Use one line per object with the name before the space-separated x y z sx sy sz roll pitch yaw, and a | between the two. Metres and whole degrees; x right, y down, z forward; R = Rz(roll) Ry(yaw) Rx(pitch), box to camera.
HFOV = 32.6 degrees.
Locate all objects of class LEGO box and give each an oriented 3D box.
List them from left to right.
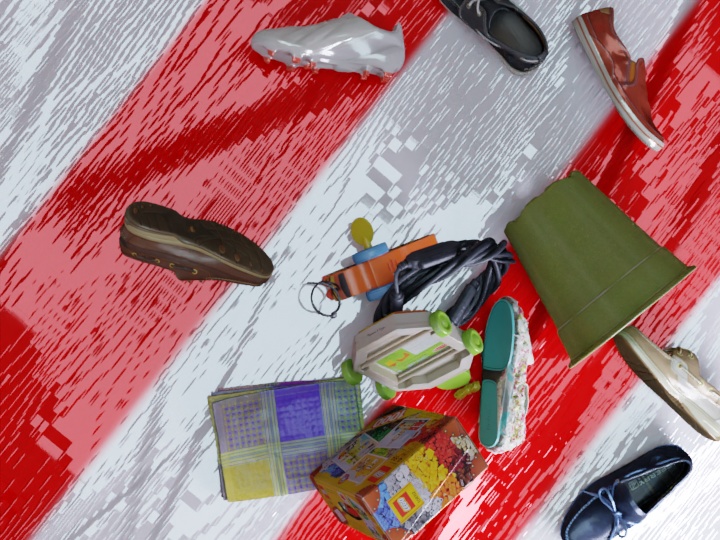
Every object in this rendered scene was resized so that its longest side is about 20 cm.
LEGO box | 0.041 0.242 1.482 0.148 0.200 0.078 -38 101 -18

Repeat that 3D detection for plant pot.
plant pot | 0.281 -0.014 1.537 0.199 0.200 0.191 -38 80 -3

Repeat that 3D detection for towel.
towel | -0.092 0.215 1.574 0.196 0.023 0.146 -5 91 -5

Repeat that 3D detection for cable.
cable | 0.111 0.029 1.529 0.198 0.165 0.051 -19 48 -26

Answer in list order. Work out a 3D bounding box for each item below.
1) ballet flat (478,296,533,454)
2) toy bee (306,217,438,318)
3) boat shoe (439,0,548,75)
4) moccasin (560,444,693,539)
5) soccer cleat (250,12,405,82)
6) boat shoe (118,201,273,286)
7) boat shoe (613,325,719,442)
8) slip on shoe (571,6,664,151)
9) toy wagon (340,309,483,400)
ballet flat | 0.190 0.134 1.584 0.063 0.075 0.204 4 95 -36
toy bee | 0.000 0.000 1.551 0.197 0.108 0.133 2 82 -30
boat shoe | 0.163 -0.336 1.568 0.200 0.068 0.072 45 89 -3
moccasin | 0.341 0.290 1.589 0.199 0.068 0.081 -41 94 -3
soccer cleat | -0.040 -0.289 1.554 0.196 0.069 0.079 6 85 -12
boat shoe | -0.207 -0.022 1.545 0.197 0.072 0.068 19 122 -13
boat shoe | 0.409 0.134 1.596 0.200 0.074 0.067 44 84 -14
slip on shoe | 0.341 -0.246 1.578 0.061 0.074 0.202 -28 88 14
toy wagon | 0.077 0.112 1.536 0.154 0.199 0.040 -30 52 28
